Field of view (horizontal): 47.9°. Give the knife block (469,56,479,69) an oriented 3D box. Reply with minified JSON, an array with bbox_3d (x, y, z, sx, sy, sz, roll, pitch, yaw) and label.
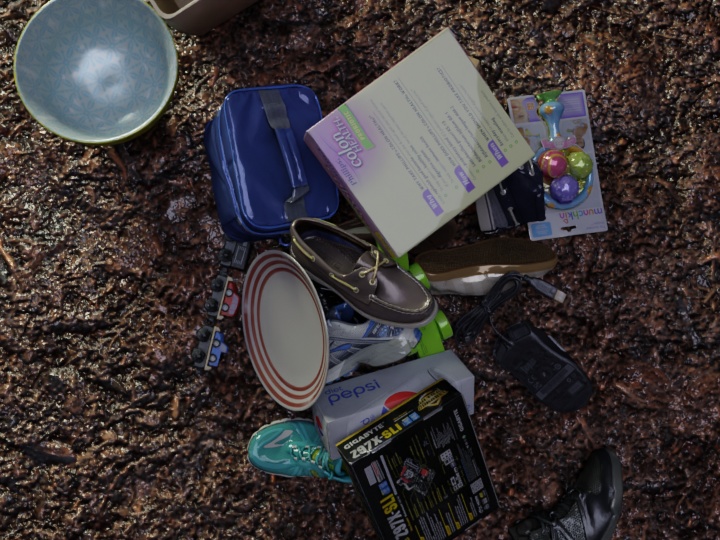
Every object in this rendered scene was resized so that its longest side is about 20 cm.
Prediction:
[{"bbox_3d":[0.089,-0.172,1.063,0.199,0.064,0.176,-19,68,-6],"label":"knife block"}]

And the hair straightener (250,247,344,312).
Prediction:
[{"bbox_3d":[-0.051,0.036,1.073,0.199,0.041,0.077,20,70,-7],"label":"hair straightener"}]

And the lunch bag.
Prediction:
[{"bbox_3d":[-0.112,-0.127,1.022,0.135,0.132,0.201,-12,86,-22],"label":"lunch bag"}]

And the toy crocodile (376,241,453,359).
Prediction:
[{"bbox_3d":[0.065,0.048,1.047,0.067,0.062,0.201,-28,117,-3],"label":"toy crocodile"}]

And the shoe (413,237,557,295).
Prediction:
[{"bbox_3d":[0.165,-0.002,1.087,0.199,0.070,0.054,-5,129,-9],"label":"shoe"}]

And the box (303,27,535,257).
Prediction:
[{"bbox_3d":[0.065,-0.143,0.947,0.200,0.097,0.176,-37,96,-4],"label":"box"}]

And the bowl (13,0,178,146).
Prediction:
[{"bbox_3d":[-0.328,-0.249,1.048,0.199,0.108,0.201,0,85,-4],"label":"bowl"}]

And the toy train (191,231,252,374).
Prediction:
[{"bbox_3d":[-0.180,0.040,1.069,0.046,0.034,0.201,16,83,-13],"label":"toy train"}]

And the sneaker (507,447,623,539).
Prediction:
[{"bbox_3d":[0.264,0.317,1.047,0.114,0.076,0.200,21,89,-8],"label":"sneaker"}]

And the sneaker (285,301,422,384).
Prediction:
[{"bbox_3d":[-0.022,0.081,1.016,0.199,0.077,0.085,-23,106,29],"label":"sneaker"}]

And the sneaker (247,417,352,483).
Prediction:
[{"bbox_3d":[-0.046,0.233,1.034,0.199,0.080,0.078,6,85,-2],"label":"sneaker"}]

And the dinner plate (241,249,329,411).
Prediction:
[{"bbox_3d":[-0.090,0.073,1.004,0.024,0.200,0.201,-9,84,-35],"label":"dinner plate"}]

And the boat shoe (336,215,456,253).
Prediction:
[{"bbox_3d":[0.022,-0.053,1.074,0.201,0.075,0.075,-11,51,-12],"label":"boat shoe"}]

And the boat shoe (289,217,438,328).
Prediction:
[{"bbox_3d":[0.000,0.000,0.943,0.199,0.060,0.072,30,65,22],"label":"boat shoe"}]

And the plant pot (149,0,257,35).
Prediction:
[{"bbox_3d":[-0.203,-0.416,1.036,0.200,0.177,0.200,-33,87,-5],"label":"plant pot"}]

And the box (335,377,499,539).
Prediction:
[{"bbox_3d":[0.075,0.254,0.996,0.159,0.049,0.201,-29,119,-14],"label":"box"}]

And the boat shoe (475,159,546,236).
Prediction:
[{"bbox_3d":[0.186,-0.145,1.050,0.092,0.075,0.201,-9,119,16],"label":"boat shoe"}]

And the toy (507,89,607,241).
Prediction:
[{"bbox_3d":[0.274,-0.149,1.103,0.115,0.047,0.201,-8,83,-9],"label":"toy"}]

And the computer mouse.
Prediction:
[{"bbox_3d":[0.236,0.086,1.063,0.200,0.046,0.141,35,113,1],"label":"computer mouse"}]

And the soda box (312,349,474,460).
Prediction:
[{"bbox_3d":[0.042,0.166,1.022,0.199,0.068,0.064,-14,122,-16],"label":"soda box"}]
